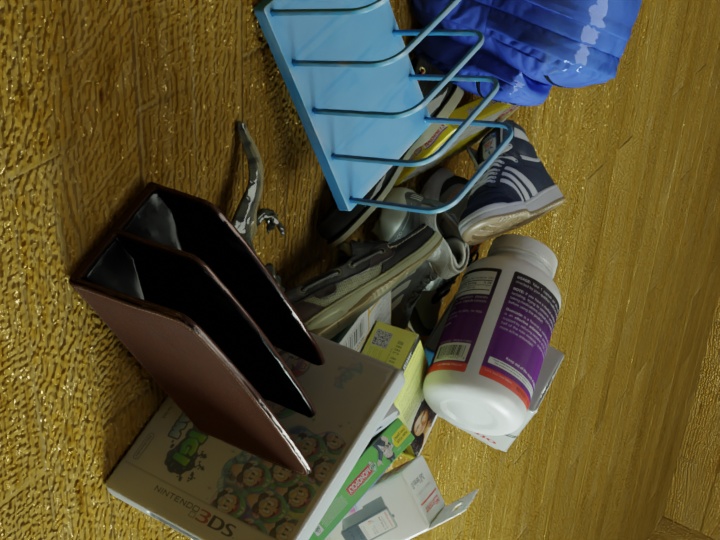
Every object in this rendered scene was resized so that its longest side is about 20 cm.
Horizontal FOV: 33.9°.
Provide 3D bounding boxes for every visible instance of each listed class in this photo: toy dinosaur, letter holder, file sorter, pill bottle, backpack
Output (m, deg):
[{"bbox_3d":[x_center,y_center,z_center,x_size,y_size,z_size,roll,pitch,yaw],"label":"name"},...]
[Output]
[{"bbox_3d":[-0.098,-0.019,1.003,0.088,0.047,0.202,11,97,-57],"label":"toy dinosaur"},{"bbox_3d":[-0.096,0.048,0.889,0.101,0.141,0.201,-53,136,-22],"label":"letter holder"},{"bbox_3d":[0.030,-0.167,0.985,0.139,0.122,0.201,-48,130,-33],"label":"file sorter"},{"bbox_3d":[0.146,0.065,1.257,0.113,0.111,0.201,68,40,-55],"label":"pill bottle"},{"bbox_3d":[0.168,-0.247,1.166,0.162,0.199,0.169,-14,122,-60],"label":"backpack"}]

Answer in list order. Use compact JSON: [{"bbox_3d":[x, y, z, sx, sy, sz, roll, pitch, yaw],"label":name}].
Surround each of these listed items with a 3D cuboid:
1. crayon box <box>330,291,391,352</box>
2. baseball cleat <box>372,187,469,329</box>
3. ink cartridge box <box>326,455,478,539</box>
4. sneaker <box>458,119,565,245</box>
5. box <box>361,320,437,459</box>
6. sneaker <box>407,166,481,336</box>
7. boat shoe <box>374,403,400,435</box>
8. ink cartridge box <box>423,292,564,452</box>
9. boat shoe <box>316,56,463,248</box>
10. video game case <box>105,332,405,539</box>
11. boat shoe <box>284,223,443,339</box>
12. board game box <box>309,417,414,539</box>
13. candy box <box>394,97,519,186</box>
[{"bbox_3d":[-0.017,0.103,1.230,0.126,0.051,0.201,-52,152,-39],"label":"crayon box"},{"bbox_3d":[0.060,0.006,1.257,0.070,0.106,0.201,-54,153,-38],"label":"baseball cleat"},{"bbox_3d":[0.020,0.260,1.266,0.199,0.068,0.117,-28,175,12],"label":"ink cartridge box"},{"bbox_3d":[0.141,-0.097,1.254,0.070,0.109,0.199,-31,173,33],"label":"sneaker"},{"bbox_3d":[0.041,0.132,1.258,0.076,0.050,0.200,-63,158,-20],"label":"box"},{"bbox_3d":[0.093,-0.012,1.341,0.074,0.079,0.202,-30,137,-56],"label":"sneaker"},{"bbox_3d":[-0.009,0.128,1.115,0.071,0.070,0.200,-36,171,-5],"label":"boat shoe"},{"bbox_3d":[0.144,0.126,1.405,0.084,0.144,0.200,-58,172,-20],"label":"ink cartridge box"},{"bbox_3d":[0.017,-0.114,1.140,0.202,0.063,0.074,-54,-166,-3],"label":"boat shoe"},{"bbox_3d":[-0.087,0.134,0.980,0.201,0.181,0.024,-56,148,-25],"label":"video game case"},{"bbox_3d":[-0.001,0.001,1.128,0.200,0.066,0.072,-37,175,-34],"label":"boat shoe"},{"bbox_3d":[-0.041,0.229,1.129,0.134,0.029,0.200,-42,178,39],"label":"board game box"},{"bbox_3d":[0.110,-0.152,1.269,0.102,0.026,0.200,-44,172,37],"label":"candy box"}]
